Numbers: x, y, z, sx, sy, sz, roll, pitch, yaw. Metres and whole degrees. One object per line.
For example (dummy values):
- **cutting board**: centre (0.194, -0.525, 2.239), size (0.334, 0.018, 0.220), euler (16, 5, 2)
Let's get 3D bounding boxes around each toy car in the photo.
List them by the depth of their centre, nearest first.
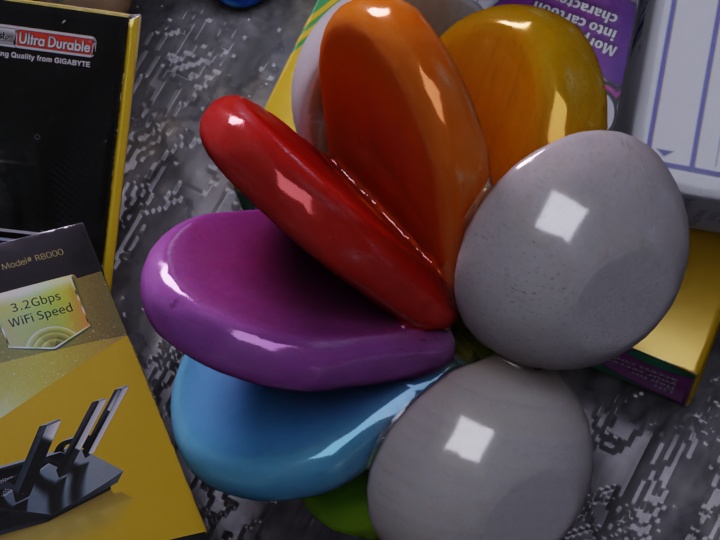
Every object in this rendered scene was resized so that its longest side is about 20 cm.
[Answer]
- **toy car**: centre (0.000, 0.000, 0.721), size (0.149, 0.201, 0.175), euler (4, 28, -37)

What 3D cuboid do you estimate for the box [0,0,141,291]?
- **box**: centre (-0.191, -0.031, 0.805), size (0.199, 0.049, 0.161), euler (6, 95, -23)

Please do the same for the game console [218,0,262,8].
- **game console**: centre (-0.062, -0.241, 0.955), size (0.200, 0.118, 0.170), euler (-47, 44, -13)

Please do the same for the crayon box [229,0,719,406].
- **crayon box**: centre (0.073, -0.065, 0.865), size (0.199, 0.058, 0.173), euler (22, 74, 10)

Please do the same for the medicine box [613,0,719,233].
- **medicine box**: centre (0.203, -0.097, 0.769), size (0.199, 0.103, 0.183), euler (11, 86, 4)

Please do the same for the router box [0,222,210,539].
- **router box**: centre (-0.163, 0.082, 0.726), size (0.199, 0.052, 0.158), euler (-16, 60, -18)

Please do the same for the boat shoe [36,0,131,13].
- **boat shoe**: centre (-0.183, -0.147, 0.897), size (0.199, 0.071, 0.065), euler (15, 115, 27)
